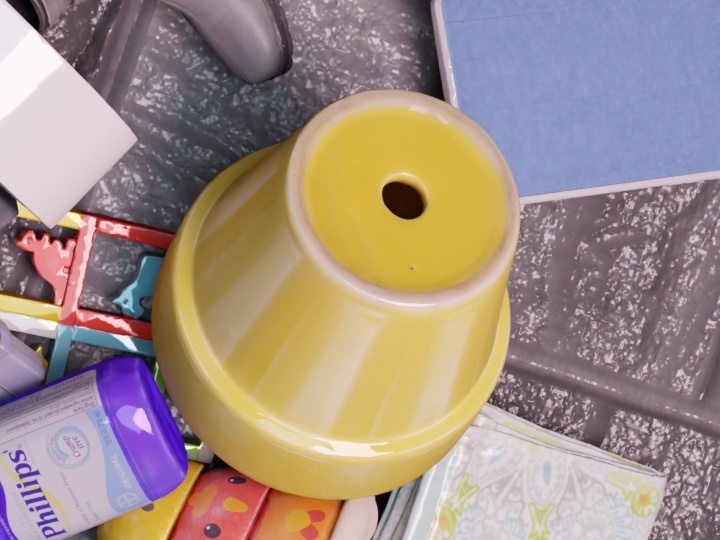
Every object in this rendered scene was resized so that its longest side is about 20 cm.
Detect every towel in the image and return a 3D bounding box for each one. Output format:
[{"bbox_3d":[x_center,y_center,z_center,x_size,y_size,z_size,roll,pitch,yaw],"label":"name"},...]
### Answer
[{"bbox_3d":[0.083,0.187,1.609,0.171,0.048,0.200,21,93,-29],"label":"towel"}]

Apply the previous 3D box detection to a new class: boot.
[{"bbox_3d":[-0.137,-0.163,1.495,0.132,0.070,0.200,-40,95,-33],"label":"boot"}]

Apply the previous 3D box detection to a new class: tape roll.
[{"bbox_3d":[-0.214,-0.115,1.438,0.071,0.202,0.202,-46,105,-3],"label":"tape roll"}]

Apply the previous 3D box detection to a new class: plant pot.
[{"bbox_3d":[0.000,0.000,1.472,0.200,0.189,0.201,7,63,-14],"label":"plant pot"}]

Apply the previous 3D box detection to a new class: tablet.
[{"bbox_3d":[0.140,-0.110,1.588,0.199,0.014,0.131,-8,86,-23],"label":"tablet"}]

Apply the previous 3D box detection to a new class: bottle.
[{"bbox_3d":[-0.199,0.118,1.499,0.200,0.065,0.084,-22,114,4],"label":"bottle"}]

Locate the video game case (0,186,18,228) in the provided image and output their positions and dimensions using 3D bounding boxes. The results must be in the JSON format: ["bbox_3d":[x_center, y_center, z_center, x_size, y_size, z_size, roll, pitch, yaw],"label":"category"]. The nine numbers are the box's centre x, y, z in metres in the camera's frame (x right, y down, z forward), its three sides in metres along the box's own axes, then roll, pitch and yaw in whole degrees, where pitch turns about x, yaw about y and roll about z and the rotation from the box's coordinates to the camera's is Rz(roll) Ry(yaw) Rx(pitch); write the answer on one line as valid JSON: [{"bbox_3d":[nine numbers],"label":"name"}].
[{"bbox_3d":[-0.308,-0.019,1.471,0.200,0.019,0.143,-37,125,11],"label":"video game case"}]

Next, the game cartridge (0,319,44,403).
[{"bbox_3d":[-0.286,0.039,1.484,0.130,0.038,0.200,-39,122,19],"label":"game cartridge"}]

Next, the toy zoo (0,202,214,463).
[{"bbox_3d":[-0.169,0.031,1.561,0.199,0.020,0.132,13,95,-15],"label":"toy zoo"}]

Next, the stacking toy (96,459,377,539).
[{"bbox_3d":[-0.102,0.158,1.555,0.200,0.146,0.146,22,93,1],"label":"stacking toy"}]
